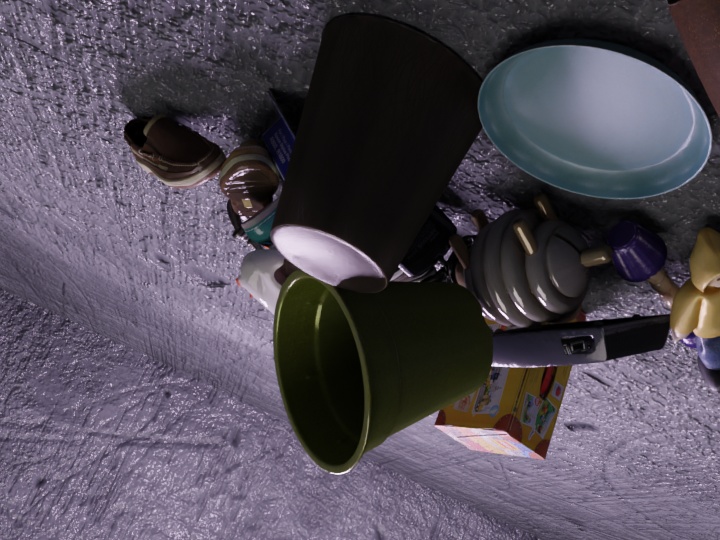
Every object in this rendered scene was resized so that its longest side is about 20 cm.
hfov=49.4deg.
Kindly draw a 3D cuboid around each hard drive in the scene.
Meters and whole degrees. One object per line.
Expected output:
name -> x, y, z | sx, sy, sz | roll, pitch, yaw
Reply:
hard drive -> 0.229, 0.078, 0.870 | 0.133, 0.043, 0.198 | -5, 176, -34

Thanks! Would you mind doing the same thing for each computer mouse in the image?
computer mouse -> 0.053, -0.045, 0.932 | 0.200, 0.138, 0.053 | 44, -171, -31

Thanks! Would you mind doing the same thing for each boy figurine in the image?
boy figurine -> 0.374, 0.036, 0.787 | 0.122, 0.065, 0.202 | -16, 133, 13

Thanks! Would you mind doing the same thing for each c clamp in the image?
c clamp -> -0.123, -0.020, 1.123 | 0.200, 0.027, 0.171 | 47, -166, -16

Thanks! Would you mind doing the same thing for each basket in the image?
basket -> 0.009, -0.095, 0.704 | 0.178, 0.203, 0.136 | 26, 159, -10

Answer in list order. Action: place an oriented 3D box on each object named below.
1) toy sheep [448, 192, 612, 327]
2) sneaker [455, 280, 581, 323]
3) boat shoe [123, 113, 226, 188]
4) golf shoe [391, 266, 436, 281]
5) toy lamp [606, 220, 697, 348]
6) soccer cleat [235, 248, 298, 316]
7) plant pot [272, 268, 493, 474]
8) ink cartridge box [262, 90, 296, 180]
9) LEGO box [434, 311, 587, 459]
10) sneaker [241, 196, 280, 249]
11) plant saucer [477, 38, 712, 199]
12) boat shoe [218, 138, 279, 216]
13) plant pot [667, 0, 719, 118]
toy sheep -> 0.179, -0.005, 0.842 | 0.137, 0.140, 0.198 | 35, 155, -29
sneaker -> 0.179, 0.014, 0.988 | 0.196, 0.071, 0.076 | 4, 142, 25
boat shoe -> -0.246, -0.157, 0.989 | 0.200, 0.075, 0.075 | 14, 144, 47
golf shoe -> 0.000, 0.000, 1.031 | 0.197, 0.079, 0.094 | -23, 154, 15
toy lamp -> 0.324, 0.014, 0.834 | 0.199, 0.059, 0.058 | 36, 156, -35
soccer cleat -> -0.074, 0.043, 0.974 | 0.076, 0.071, 0.200 | -9, 142, 31
plant pot -> 0.033, 0.086, 0.820 | 0.187, 0.205, 0.199 | -9, 176, -30
ink cartridge box -> -0.048, -0.071, 0.885 | 0.198, 0.043, 0.201 | 61, -177, 35
LEGO box -> 0.200, 0.136, 1.047 | 0.077, 0.203, 0.148 | 33, 158, -26
sneaker -> -0.088, -0.045, 0.981 | 0.081, 0.071, 0.200 | 57, -171, 2
plant saucer -> 0.197, -0.129, 0.667 | 0.196, 0.028, 0.201 | 21, 159, 8
boat shoe -> -0.136, -0.125, 0.955 | 0.070, 0.078, 0.200 | 2, 169, -9
plant pot -> 0.276, -0.118, 0.437 | 0.199, 0.188, 0.187 | 40, 157, -5
